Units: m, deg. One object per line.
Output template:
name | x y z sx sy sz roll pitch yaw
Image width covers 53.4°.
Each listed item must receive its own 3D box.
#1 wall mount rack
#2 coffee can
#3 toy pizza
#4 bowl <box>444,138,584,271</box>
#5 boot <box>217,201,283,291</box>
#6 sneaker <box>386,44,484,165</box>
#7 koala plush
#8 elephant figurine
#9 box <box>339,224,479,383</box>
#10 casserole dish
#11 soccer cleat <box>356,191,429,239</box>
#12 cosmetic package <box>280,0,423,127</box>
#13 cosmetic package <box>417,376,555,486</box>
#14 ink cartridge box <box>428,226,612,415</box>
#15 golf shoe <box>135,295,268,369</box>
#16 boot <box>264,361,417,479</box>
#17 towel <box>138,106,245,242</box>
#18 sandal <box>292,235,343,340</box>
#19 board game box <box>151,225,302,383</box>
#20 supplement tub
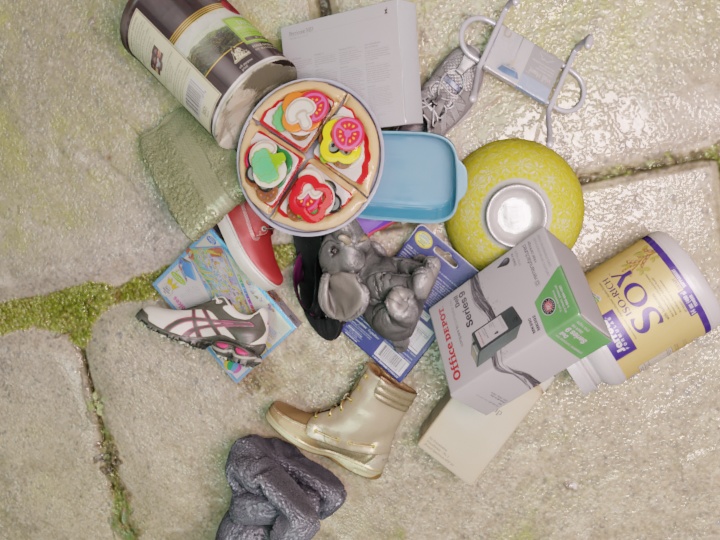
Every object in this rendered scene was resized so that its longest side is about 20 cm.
wall mount rack | 0.212 -0.253 0.924 0.197 0.075 0.176 27 79 -8
coffee can | -0.202 -0.284 0.961 0.200 0.146 0.147 45 103 12
toy pizza | -0.067 -0.146 0.906 0.196 0.032 0.205 -1 87 12
bowl | 0.208 -0.078 0.965 0.196 0.108 0.205 1 98 9
boot | -0.132 -0.084 1.039 0.143 0.072 0.203 -28 90 11
sneaker | 0.103 -0.214 0.973 0.074 0.082 0.202 34 102 2
koala plush | -0.154 0.372 1.069 0.182 0.177 0.202 35 103 14
elephant figurine | 0.000 0.000 0.972 0.197 0.142 0.157 25 86 8
box | 0.074 0.047 1.035 0.121 0.032 0.201 40 106 9
casserole dish | 0.047 -0.128 0.942 0.196 0.039 0.123 5 119 20
soccer cleat | 0.038 -0.099 1.009 0.198 0.067 0.077 -31 104 16
cosmetic package | -0.015 -0.264 0.962 0.197 0.051 0.154 2 102 36
cosmetic package | 0.178 0.192 1.029 0.103 0.073 0.202 34 103 3
ink cartridge box | 0.195 0.068 0.912 0.083 0.148 0.199 29 125 -36
golf shoe | -0.228 0.077 1.051 0.196 0.077 0.090 17 81 4
boot | -0.029 0.200 1.062 0.197 0.073 0.158 26 102 3
towel | -0.233 -0.153 1.020 0.147 0.036 0.202 -37 66 9
sandal | -0.074 0.008 1.038 0.074 0.048 0.205 -1 106 40
board game box | -0.203 0.051 1.087 0.134 0.034 0.201 -40 91 12
supplement tub | 0.348 0.059 0.943 0.198 0.145 0.147 -34 92 12
